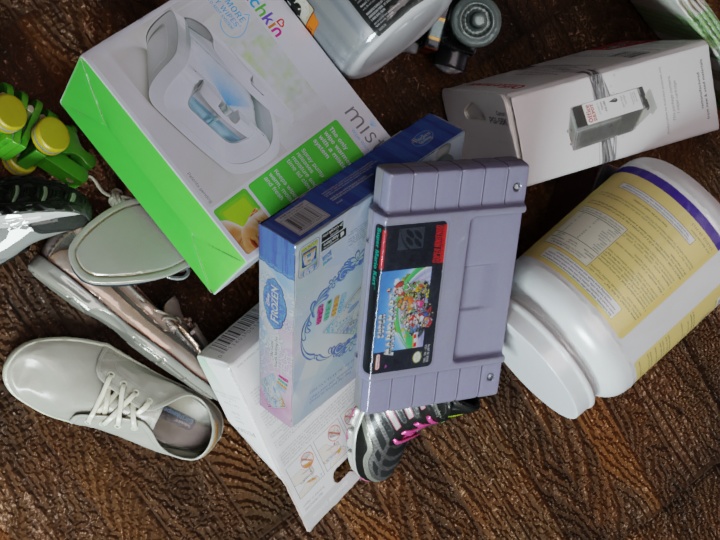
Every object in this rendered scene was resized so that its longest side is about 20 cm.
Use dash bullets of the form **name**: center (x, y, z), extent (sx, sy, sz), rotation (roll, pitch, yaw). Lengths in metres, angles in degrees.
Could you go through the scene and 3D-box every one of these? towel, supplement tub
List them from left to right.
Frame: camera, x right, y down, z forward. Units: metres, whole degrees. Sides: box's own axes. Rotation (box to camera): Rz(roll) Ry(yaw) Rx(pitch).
- **supplement tub**: center (-0.025, -0.267, 1.002), extent (0.122, 0.123, 0.200), rotation (-38, 86, -11)
- **supplement tub**: center (0.214, 0.016, 1.054), extent (0.200, 0.145, 0.146), rotation (-40, 109, -10)
- **towel**: center (0.309, -0.218, 1.134), extent (0.031, 0.149, 0.200), rotation (-42, 111, 6)

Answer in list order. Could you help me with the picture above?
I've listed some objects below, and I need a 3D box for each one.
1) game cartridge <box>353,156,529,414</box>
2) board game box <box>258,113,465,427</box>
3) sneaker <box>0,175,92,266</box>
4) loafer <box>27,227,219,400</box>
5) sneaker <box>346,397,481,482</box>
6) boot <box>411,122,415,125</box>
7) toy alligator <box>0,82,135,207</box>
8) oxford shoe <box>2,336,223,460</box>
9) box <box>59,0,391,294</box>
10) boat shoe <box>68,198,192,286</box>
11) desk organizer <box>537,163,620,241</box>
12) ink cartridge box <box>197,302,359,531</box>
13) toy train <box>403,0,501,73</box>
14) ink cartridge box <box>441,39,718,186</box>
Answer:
- **game cartridge**: center (0.061, 0.013, 0.956), extent (0.129, 0.038, 0.201), rotation (-8, 115, -30)
- **board game box**: center (0.000, 0.000, 1.001), extent (0.200, 0.043, 0.200), rotation (-35, 144, -36)
- **sneaker**: center (-0.310, -0.021, 0.983), extent (0.199, 0.074, 0.080), rotation (-16, 117, -2)
- **loafer**: center (-0.184, 0.033, 1.042), extent (0.200, 0.072, 0.063), rotation (38, 77, -18)
- **sneaker**: center (0.056, 0.114, 1.073), extent (0.074, 0.087, 0.201), rotation (-7, 127, -57)
- **boot**: center (0.071, -0.033, 1.129), extent (0.090, 0.073, 0.200), rotation (-33, 105, 2)
- **toy alligator**: center (-0.257, -0.108, 1.003), extent (0.200, 0.059, 0.054), rotation (28, 54, -38)
- **oxford shoe**: center (-0.206, 0.110, 1.049), extent (0.199, 0.058, 0.075), rotation (24, 94, -19)
- **box**: center (-0.105, -0.117, 0.986), extent (0.176, 0.097, 0.200), rotation (-39, 92, -28)
- **boat shoe**: center (-0.154, -0.035, 1.025), extent (0.200, 0.062, 0.075), rotation (-31, 87, -29)
- **desk organizer**: center (0.208, 0.001, 1.169), extent (0.071, 0.077, 0.201), rotation (17, 92, -21)
- **ink cartridge box**: center (-0.041, 0.106, 1.098), extent (0.161, 0.050, 0.201), rotation (-42, 129, -30)
- **toy train**: center (0.079, -0.279, 1.084), extent (0.113, 0.085, 0.201), rotation (15, 96, -8)
- **ink cartridge box**: center (0.194, -0.145, 1.106), extent (0.199, 0.147, 0.083), rotation (-17, 105, -16)
